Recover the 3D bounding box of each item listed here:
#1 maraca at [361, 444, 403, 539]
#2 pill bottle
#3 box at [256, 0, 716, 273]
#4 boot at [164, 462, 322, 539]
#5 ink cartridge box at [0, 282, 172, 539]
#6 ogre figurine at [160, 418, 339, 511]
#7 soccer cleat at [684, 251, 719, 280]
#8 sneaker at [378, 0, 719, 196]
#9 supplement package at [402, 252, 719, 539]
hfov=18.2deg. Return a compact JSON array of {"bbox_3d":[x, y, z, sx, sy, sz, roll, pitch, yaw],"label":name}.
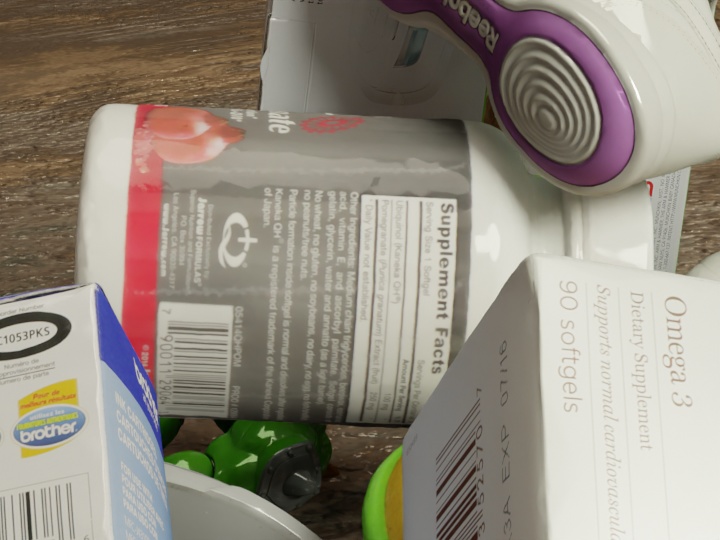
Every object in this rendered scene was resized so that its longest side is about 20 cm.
[{"bbox_3d":[0.087,0.112,0.705,0.137,0.107,0.200,-23,50,-37],"label":"maraca"},{"bbox_3d":[0.000,0.000,0.808,0.199,0.111,0.111,3,14,-4],"label":"pill bottle"},{"bbox_3d":[0.047,-0.077,0.906,0.175,0.201,0.097,6,12,2],"label":"box"},{"bbox_3d":[-0.087,0.087,0.823,0.199,0.074,0.096,21,14,6],"label":"boot"},{"bbox_3d":[-0.120,0.088,0.605,0.136,0.201,0.076,-11,-29,4],"label":"ink cartridge box"},{"bbox_3d":[-0.068,0.053,0.956,0.119,0.099,0.200,-1,14,8],"label":"ogre figurine"},{"bbox_3d":[0.172,0.078,0.748,0.077,0.069,0.200,-30,72,-40],"label":"soccer cleat"},{"bbox_3d":[0.066,-0.105,0.800,0.099,0.075,0.200,-10,55,-36],"label":"sneaker"},{"bbox_3d":[0.121,0.084,0.603,0.199,0.117,0.117,8,-32,-14],"label":"supplement package"}]
